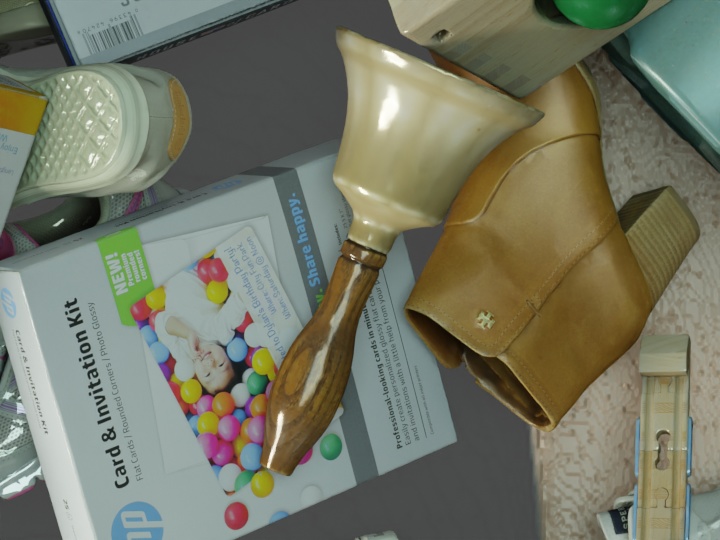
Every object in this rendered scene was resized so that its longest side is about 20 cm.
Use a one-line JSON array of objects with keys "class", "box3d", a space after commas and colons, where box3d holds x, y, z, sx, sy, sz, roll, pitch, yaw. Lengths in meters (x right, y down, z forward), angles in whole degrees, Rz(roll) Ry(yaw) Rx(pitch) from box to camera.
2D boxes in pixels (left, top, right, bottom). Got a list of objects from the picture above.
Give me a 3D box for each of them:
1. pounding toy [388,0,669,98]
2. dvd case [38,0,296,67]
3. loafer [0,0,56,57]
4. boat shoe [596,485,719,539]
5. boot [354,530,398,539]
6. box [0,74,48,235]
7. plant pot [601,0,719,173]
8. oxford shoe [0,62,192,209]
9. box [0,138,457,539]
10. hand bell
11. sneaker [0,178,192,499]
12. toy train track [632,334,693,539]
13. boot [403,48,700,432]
[{"class": "pounding toy", "box3d": [0.087, -0.187, 1.313, 0.184, 0.142, 0.201, -33, 58, 24]}, {"class": "dvd case", "box3d": [-0.106, -0.206, 1.410, 0.150, 0.025, 0.201, -22, 86, -17]}, {"class": "loafer", "box3d": [-0.180, -0.137, 1.432, 0.199, 0.076, 0.069, -12, 86, -14]}, {"class": "boat shoe", "box3d": [0.145, 0.139, 1.438, 0.200, 0.071, 0.070, -40, 92, 1]}, {"class": "boot", "box3d": [-0.026, 0.239, 1.418, 0.144, 0.072, 0.201, -16, 79, -4]}, {"class": "box", "box3d": [-0.224, 0.001, 1.306, 0.119, 0.041, 0.201, 12, 103, -44]}, {"class": "plant pot", "box3d": [0.220, -0.139, 1.406, 0.200, 0.200, 0.196, 45, 92, 0]}, {"class": "oxford shoe", "box3d": [-0.149, -0.063, 1.375, 0.058, 0.200, 0.076, -4, 92, -43]}, {"class": "box", "box3d": [-0.062, 0.041, 1.387, 0.200, 0.041, 0.156, -20, 102, -28]}, {"class": "hand bell", "box3d": [0.000, 0.000, 1.364, 0.104, 0.104, 0.201, 22, 94, -2]}, {"class": "sneaker", "box3d": [-0.154, 0.024, 1.404, 0.088, 0.081, 0.200, 44, 76, -29]}, {"class": "toy train track", "box3d": [0.140, 0.123, 1.398, 0.114, 0.033, 0.201, -1, 68, 14]}, {"class": "boot", "box3d": [0.062, -0.034, 1.423, 0.201, 0.071, 0.144, 47, 63, -7]}]
